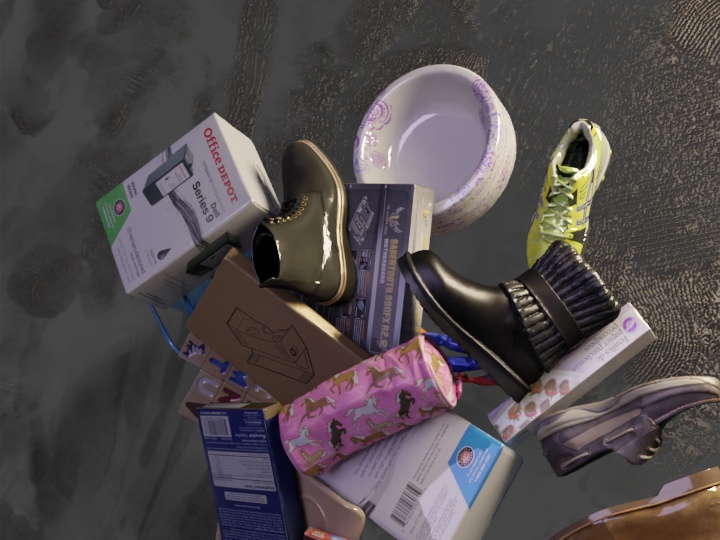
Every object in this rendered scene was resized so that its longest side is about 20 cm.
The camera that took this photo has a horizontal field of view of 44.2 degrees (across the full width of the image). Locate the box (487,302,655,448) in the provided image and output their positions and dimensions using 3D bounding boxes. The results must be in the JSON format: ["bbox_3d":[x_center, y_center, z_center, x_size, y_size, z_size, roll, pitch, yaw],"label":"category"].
[{"bbox_3d":[0.229,0.117,0.969,0.199,0.041,0.039,-41,57,11],"label":"box"}]

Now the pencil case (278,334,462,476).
[{"bbox_3d":[0.010,0.145,0.950,0.198,0.086,0.084,-30,60,16],"label":"pencil case"}]

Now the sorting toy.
[{"bbox_3d":[-0.084,0.305,1.038,0.198,0.036,0.189,25,114,33],"label":"sorting toy"}]

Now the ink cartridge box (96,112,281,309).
[{"bbox_3d":[-0.210,-0.072,1.092,0.198,0.084,0.147,-34,63,13],"label":"ink cartridge box"}]

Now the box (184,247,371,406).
[{"bbox_3d":[-0.101,0.082,1.032,0.199,0.164,0.021,38,47,-1],"label":"box"}]

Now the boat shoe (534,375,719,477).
[{"bbox_3d":[0.279,0.163,0.913,0.198,0.074,0.075,-25,71,29],"label":"boat shoe"}]

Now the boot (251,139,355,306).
[{"bbox_3d":[-0.077,-0.066,0.986,0.077,0.137,0.203,-29,67,28],"label":"boot"}]

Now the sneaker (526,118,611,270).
[{"bbox_3d":[0.230,-0.080,1.021,0.074,0.076,0.204,10,78,29],"label":"sneaker"}]

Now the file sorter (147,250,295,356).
[{"bbox_3d":[-0.167,0.016,1.172,0.200,0.138,0.123,-42,61,8],"label":"file sorter"}]

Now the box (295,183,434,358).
[{"bbox_3d":[0.000,0.000,1.038,0.156,0.048,0.204,3,86,34],"label":"box"}]

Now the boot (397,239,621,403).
[{"bbox_3d":[0.157,0.017,0.945,0.211,0.079,0.158,44,98,-5],"label":"boot"}]

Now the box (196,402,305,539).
[{"bbox_3d":[-0.122,0.252,1.012,0.120,0.032,0.204,-6,94,41],"label":"box"}]

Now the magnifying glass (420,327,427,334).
[{"bbox_3d":[0.007,0.028,1.114,0.199,0.080,0.023,37,87,24],"label":"magnifying glass"}]

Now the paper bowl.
[{"bbox_3d":[0.097,-0.141,1.101,0.197,0.104,0.205,-10,69,26],"label":"paper bowl"}]

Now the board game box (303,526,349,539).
[{"bbox_3d":[0.027,0.352,0.949,0.196,0.019,0.105,13,108,19],"label":"board game box"}]

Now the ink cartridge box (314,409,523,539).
[{"bbox_3d":[0.059,0.217,0.998,0.198,0.084,0.148,29,86,35],"label":"ink cartridge box"}]

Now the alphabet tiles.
[{"bbox_3d":[-0.141,0.118,1.113,0.165,0.008,0.202,29,101,-9],"label":"alphabet tiles"}]

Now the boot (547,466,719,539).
[{"bbox_3d":[0.272,0.264,0.875,0.197,0.073,0.077,-25,71,16],"label":"boot"}]

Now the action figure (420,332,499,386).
[{"bbox_3d":[0.125,0.098,1.018,0.196,0.052,0.067,4,75,17],"label":"action figure"}]
